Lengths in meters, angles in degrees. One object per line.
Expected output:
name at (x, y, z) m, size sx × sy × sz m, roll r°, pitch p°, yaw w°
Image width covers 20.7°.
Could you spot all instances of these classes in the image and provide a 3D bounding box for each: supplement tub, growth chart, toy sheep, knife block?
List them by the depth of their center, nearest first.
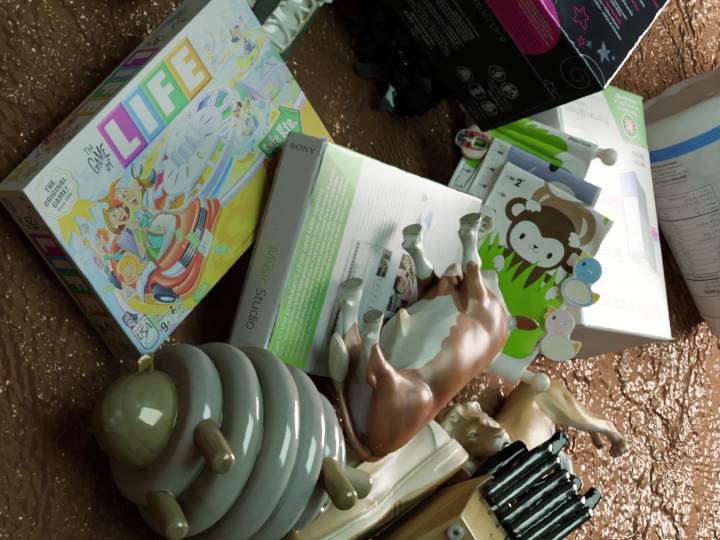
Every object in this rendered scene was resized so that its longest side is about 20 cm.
toy sheep at (-0.073, 0.109, 1.161) m, size 0.200 × 0.138 × 0.139 m, roll 26°, pitch 59°, yaw -35°
knife block at (0.058, 0.182, 1.287) m, size 0.064 × 0.200 × 0.176 m, roll 58°, pitch 16°, yaw -1°
growth chart at (0.107, -0.020, 1.397) m, size 0.018 × 0.144 × 0.201 m, roll 69°, pitch 39°, yaw -67°
supplement tub at (0.313, -0.059, 1.651) m, size 0.132 × 0.132 × 0.201 m, roll -41°, pitch 109°, yaw -46°

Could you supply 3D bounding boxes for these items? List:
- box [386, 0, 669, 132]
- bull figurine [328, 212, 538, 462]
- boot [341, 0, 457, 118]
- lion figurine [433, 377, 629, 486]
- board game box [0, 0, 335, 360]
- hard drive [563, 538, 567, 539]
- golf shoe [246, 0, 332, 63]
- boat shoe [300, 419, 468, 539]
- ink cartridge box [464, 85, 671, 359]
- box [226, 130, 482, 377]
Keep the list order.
box at (0.094, -0.218, 1.355) m, size 0.200 × 0.132 × 0.115 m, roll 52°, pitch 54°, yaw -17°
bull figurine at (0.047, 0.038, 1.281) m, size 0.200 × 0.065 × 0.122 m, roll -47°, pitch 131°, yaw -43°
boot at (0.054, -0.219, 1.452) m, size 0.198 × 0.073 × 0.163 m, roll -43°, pitch 109°, yaw -38°
lion figurine at (0.118, 0.124, 1.432) m, size 0.123 × 0.072 × 0.200 m, roll 53°, pitch 28°, yaw -2°
board game box at (-0.113, -0.062, 1.197) m, size 0.200 × 0.034 × 0.135 m, roll -50°, pitch 122°, yaw -28°
hard drive at (0.065, 0.267, 1.286) m, size 0.026 × 0.132 × 0.200 m, roll 32°, pitch 37°, yaw 20°
golf shoe at (-0.066, -0.171, 1.291) m, size 0.077 × 0.088 × 0.201 m, roll 33°, pitch 57°, yaw -40°
boat shoe at (-0.016, 0.145, 1.270) m, size 0.200 × 0.074 × 0.069 m, roll -29°, pitch 77°, yaw -45°
ink cartridge box at (0.159, -0.041, 1.498) m, size 0.145 × 0.087 × 0.201 m, roll 11°, pitch 72°, yaw -53°
box at (0.000, 0.000, 1.286) m, size 0.200 × 0.036 × 0.145 m, roll 17°, pitch 90°, yaw -57°
